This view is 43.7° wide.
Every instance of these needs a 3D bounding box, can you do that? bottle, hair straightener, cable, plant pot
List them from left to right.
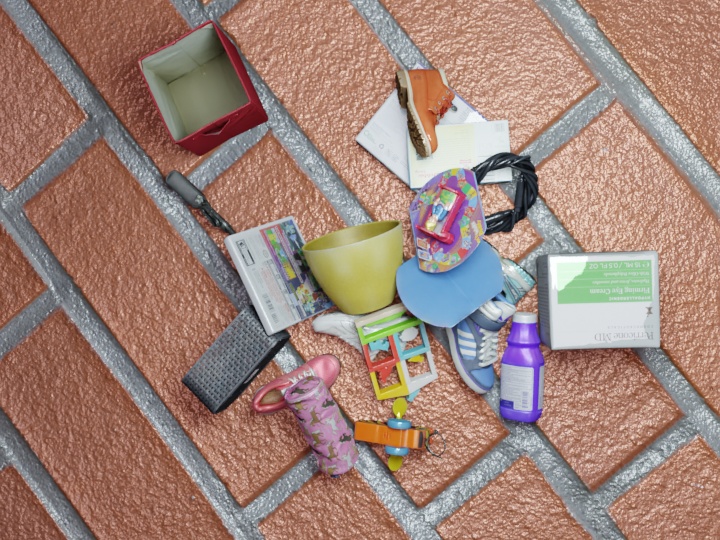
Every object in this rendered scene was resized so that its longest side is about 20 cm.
[{"bbox_3d":[-0.318,-0.123,1.798,0.041,0.077,0.200,-42,85,2],"label":"hair straightener"},{"bbox_3d":[0.000,0.000,1.716,0.196,0.200,0.145,-14,102,5],"label":"plant pot"},{"bbox_3d":[0.258,-0.141,1.695,0.162,0.051,0.200,29,125,-24],"label":"cable"},{"bbox_3d":[0.309,0.183,1.715,0.082,0.065,0.204,4,96,36],"label":"bottle"}]

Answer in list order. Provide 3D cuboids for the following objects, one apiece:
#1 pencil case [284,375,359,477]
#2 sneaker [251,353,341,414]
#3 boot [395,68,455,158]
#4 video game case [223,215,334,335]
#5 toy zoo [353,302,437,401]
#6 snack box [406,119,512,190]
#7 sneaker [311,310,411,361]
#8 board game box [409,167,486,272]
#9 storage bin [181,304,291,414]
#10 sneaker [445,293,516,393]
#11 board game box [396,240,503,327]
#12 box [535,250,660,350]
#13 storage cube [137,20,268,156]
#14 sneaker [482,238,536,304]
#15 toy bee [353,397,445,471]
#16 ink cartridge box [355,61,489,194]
[{"bbox_3d":[-0.075,0.298,1.725,0.086,0.082,0.202,-39,116,-34],"label":"pencil case"},{"bbox_3d":[-0.126,0.232,1.763,0.198,0.087,0.075,-29,86,4],"label":"sneaker"},{"bbox_3d":[0.134,-0.304,1.691,0.105,0.075,0.203,-8,61,-5],"label":"boot"},{"bbox_3d":[-0.155,0.006,1.740,0.023,0.181,0.203,-30,85,43],"label":"video game case"},{"bbox_3d":[0.073,0.166,1.737,0.129,0.020,0.203,-18,111,-7],"label":"toy zoo"},{"bbox_3d":[0.189,-0.222,1.727,0.196,0.037,0.119,-4,88,4],"label":"snack box"},{"bbox_3d":[0.000,0.130,1.760,0.196,0.078,0.101,3,92,7],"label":"sneaker"},{"bbox_3d":[0.146,-0.100,1.633,0.157,0.039,0.203,-29,54,33],"label":"board game box"},{"bbox_3d":[-0.239,0.172,1.752,0.094,0.135,0.201,42,93,5],"label":"storage bin"},{"bbox_3d":[0.242,0.122,1.698,0.146,0.080,0.203,-27,81,45],"label":"sneaker"},{"bbox_3d":[0.167,0.024,1.667,0.199,0.039,0.158,-34,63,-12],"label":"board game box"},{"bbox_3d":[0.431,0.053,1.652,0.195,0.200,0.175,-2,90,6],"label":"box"},{"bbox_3d":[-0.302,-0.346,1.751,0.169,0.180,0.203,-27,87,5],"label":"storage cube"},{"bbox_3d":[0.239,-0.007,1.737,0.199,0.078,0.087,37,96,6],"label":"sneaker"},{"bbox_3d":[0.090,0.329,1.743,0.198,0.108,0.133,30,101,31],"label":"toy bee"},{"bbox_3d":[0.124,-0.271,1.773,0.199,0.041,0.201,41,92,5],"label":"ink cartridge box"}]
